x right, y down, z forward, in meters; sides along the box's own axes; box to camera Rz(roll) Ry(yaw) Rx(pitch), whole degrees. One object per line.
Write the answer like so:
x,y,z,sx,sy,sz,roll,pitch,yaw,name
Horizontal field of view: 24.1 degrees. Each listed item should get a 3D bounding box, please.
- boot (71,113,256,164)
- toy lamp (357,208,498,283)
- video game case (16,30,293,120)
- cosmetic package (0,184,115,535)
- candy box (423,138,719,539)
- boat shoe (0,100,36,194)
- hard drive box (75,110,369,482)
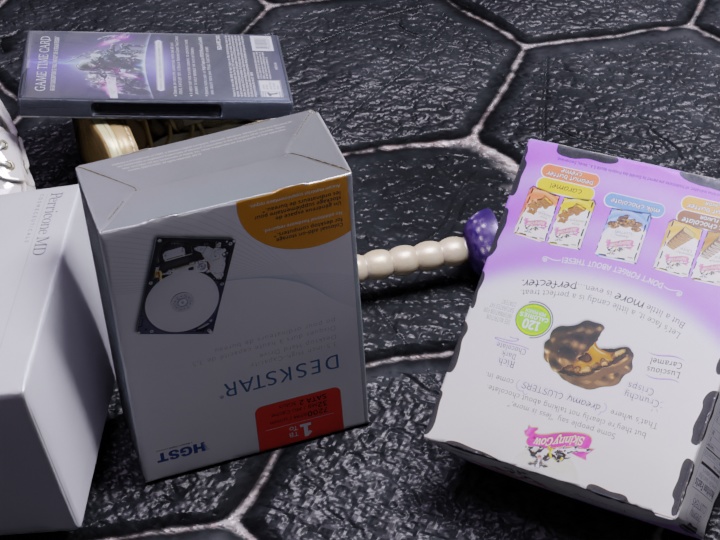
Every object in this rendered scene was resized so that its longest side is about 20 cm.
-0.144,-0.117,1.315,0.155,0.073,0.200,-11,18,-11,boot
0.000,0.000,1.186,0.199,0.058,0.058,-10,38,-8,toy lamp
-0.156,-0.149,1.282,0.199,0.019,0.143,-1,28,-8,video game case
-0.268,0.059,1.063,0.199,0.123,0.200,-6,39,7,cosmetic package
0.153,0.039,1.016,0.167,0.072,0.201,16,80,30,candy box
-0.278,-0.075,1.236,0.070,0.070,0.200,-14,41,-12,boat shoe
-0.081,0.018,1.053,0.155,0.201,0.077,-15,40,-12,hard drive box
